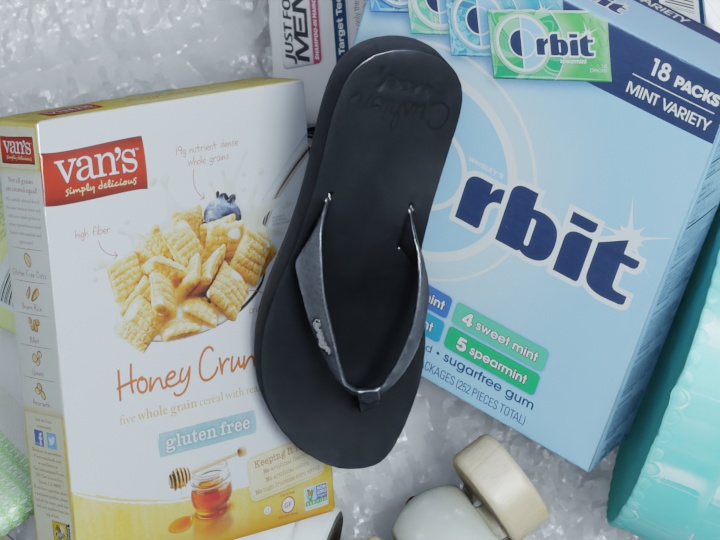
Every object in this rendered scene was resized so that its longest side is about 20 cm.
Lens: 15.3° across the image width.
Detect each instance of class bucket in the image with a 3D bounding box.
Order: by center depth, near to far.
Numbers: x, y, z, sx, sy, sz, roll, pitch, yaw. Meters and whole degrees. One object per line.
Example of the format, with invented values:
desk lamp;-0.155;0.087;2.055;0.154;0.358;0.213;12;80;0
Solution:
bucket;0.199;0.050;1.189;0.135;0.207;0.207;19;85;1

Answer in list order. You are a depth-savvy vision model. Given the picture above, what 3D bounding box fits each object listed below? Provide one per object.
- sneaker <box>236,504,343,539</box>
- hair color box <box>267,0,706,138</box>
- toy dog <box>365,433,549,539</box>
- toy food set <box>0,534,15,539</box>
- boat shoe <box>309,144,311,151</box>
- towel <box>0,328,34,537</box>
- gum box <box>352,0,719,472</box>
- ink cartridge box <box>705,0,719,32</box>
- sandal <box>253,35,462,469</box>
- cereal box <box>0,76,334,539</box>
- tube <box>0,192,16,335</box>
sneaker;-0.078;0.182;1.214;0.085;0.073;0.200;18;53;8
hair color box;0.055;-0.121;1.219;0.200;0.060;0.100;-7;84;32
toy dog;0.068;0.169;1.242;0.132;0.096;0.200;-17;100;-5
toy food set;-0.225;0.169;1.238;0.200;0.060;0.144;35;86;1
boat shoe;-0.069;0.026;1.252;0.071;0.063;0.200;34;84;4
towel;-0.213;0.077;1.194;0.200;0.031;0.149;-35;51;-25
gum box;0.066;-0.038;1.164;0.170;0.045;0.200;30;122;19
ink cartridge box;0.209;-0.160;1.266;0.148;0.076;0.200;-34;85;-3
sandal;-0.001;0.000;1.142;0.076;0.043;0.200;-2;117;-18
cereal box;-0.082;0.022;1.167;0.144;0.040;0.200;-13;104;-38
tube;-0.187;-0.017;1.231;0.200;0.058;0.052;26;118;27
